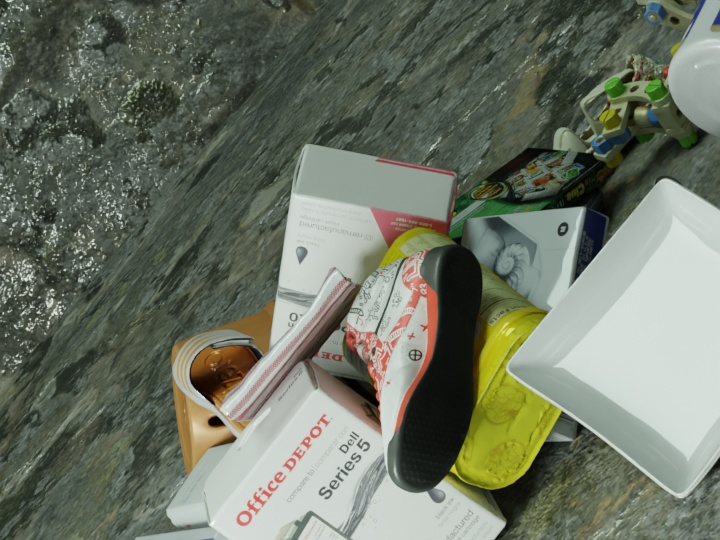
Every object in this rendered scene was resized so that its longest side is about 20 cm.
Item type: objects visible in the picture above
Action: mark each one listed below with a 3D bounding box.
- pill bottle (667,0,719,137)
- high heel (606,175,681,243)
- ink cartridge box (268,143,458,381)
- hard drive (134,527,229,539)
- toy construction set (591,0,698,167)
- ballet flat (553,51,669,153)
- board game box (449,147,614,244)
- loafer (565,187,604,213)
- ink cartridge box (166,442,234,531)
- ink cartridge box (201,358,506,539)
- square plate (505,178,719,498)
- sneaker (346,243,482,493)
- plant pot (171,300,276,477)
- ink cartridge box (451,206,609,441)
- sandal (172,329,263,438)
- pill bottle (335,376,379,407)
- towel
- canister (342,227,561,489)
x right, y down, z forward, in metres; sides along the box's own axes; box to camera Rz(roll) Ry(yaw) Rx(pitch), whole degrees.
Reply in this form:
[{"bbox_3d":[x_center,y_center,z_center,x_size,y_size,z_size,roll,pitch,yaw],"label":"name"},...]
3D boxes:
[{"bbox_3d":[0.358,-0.221,1.762,0.120,0.120,0.200,-27,27,52],"label":"pill bottle"},{"bbox_3d":[0.225,0.035,1.674,0.143,0.071,0.201,116,170,-56],"label":"high heel"},{"bbox_3d":[0.000,0.000,1.817,0.085,0.145,0.201,-78,-2,-51],"label":"ink cartridge box"},{"bbox_3d":[-0.125,0.288,1.842,0.025,0.132,0.200,-55,17,-25],"label":"hard drive"},{"bbox_3d":[0.296,-0.194,1.902,0.131,0.092,0.201,-11,53,45],"label":"toy construction set"},{"bbox_3d":[0.234,-0.137,1.998,0.200,0.064,0.076,-50,16,-2],"label":"ballet flat"},{"bbox_3d":[0.144,-0.063,1.897,0.105,0.024,0.200,12,36,41],"label":"board game box"},{"bbox_3d":[0.168,-0.009,1.877,0.072,0.063,0.200,3,32,41],"label":"loafer"},{"bbox_3d":[-0.066,0.225,1.807,0.200,0.145,0.088,-23,29,57],"label":"ink cartridge box"},{"bbox_3d":[-0.007,0.191,1.615,0.146,0.200,0.084,-52,16,7],"label":"ink cartridge box"},{"bbox_3d":[0.236,0.049,1.488,0.198,0.028,0.200,-50,47,-4],"label":"square plate"},{"bbox_3d":[0.034,0.081,1.577,0.108,0.067,0.202,-13,60,50],"label":"sneaker"},{"bbox_3d":[-0.107,0.131,1.963,0.139,0.201,0.200,-7,12,-10],"label":"plant pot"},{"bbox_3d":[0.116,0.049,1.718,0.200,0.041,0.200,-8,67,49],"label":"ink cartridge box"},{"bbox_3d":[-0.118,0.090,1.814,0.079,0.059,0.207,-35,30,-13],"label":"sandal"},{"bbox_3d":[0.060,0.041,1.957,0.200,0.112,0.112,-44,17,19],"label":"pill bottle"},{"bbox_3d":[-0.056,0.060,1.637,0.147,0.030,0.200,-52,-5,0],"label":"towel"},{"bbox_3d":[0.080,0.066,1.650,0.200,0.086,0.149,41,107,51],"label":"canister"}]
